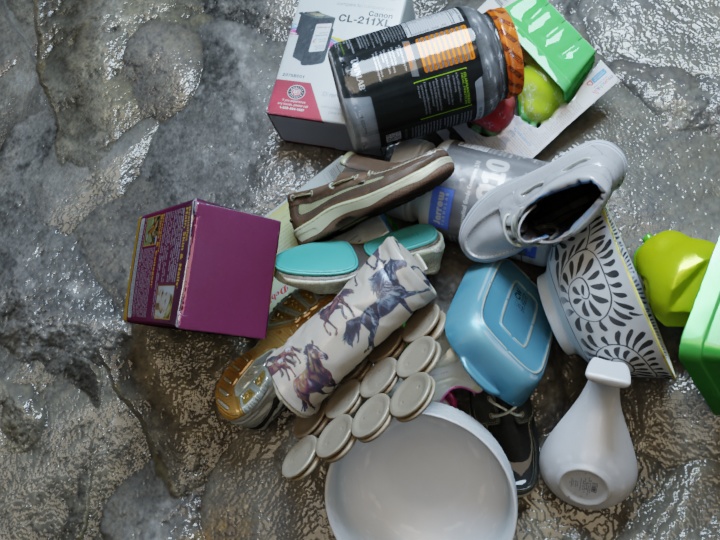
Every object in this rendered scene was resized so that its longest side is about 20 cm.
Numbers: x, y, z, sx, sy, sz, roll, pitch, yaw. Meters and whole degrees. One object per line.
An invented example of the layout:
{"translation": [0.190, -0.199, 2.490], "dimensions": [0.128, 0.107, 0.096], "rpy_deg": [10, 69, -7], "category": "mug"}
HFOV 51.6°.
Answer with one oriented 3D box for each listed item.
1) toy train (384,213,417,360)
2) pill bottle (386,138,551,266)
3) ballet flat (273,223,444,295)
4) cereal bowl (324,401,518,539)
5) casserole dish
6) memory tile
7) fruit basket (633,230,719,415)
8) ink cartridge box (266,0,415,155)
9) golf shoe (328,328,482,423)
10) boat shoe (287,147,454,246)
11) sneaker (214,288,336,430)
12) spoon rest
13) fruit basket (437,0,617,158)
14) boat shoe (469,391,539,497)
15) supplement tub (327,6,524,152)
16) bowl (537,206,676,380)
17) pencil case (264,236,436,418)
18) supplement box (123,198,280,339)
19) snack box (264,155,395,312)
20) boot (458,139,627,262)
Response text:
{"translation": [0.040, 0.027, 0.882], "dimensions": [0.056, 0.042, 0.202], "rpy_deg": [-21, 71, 14], "category": "toy train"}
{"translation": [0.133, -0.084, 0.855], "dimensions": [0.198, 0.114, 0.115], "rpy_deg": [17, 77, 18], "category": "pill bottle"}
{"translation": [0.000, 0.000, 0.821], "dimensions": [0.197, 0.063, 0.068], "rpy_deg": [-10, 38, -7], "category": "ballet flat"}
{"translation": [0.064, 0.225, 0.776], "dimensions": [0.197, 0.083, 0.203], "rpy_deg": [2, 103, 10], "category": "cereal bowl"}
{"translation": [0.155, 0.054, 0.780], "dimensions": [0.121, 0.200, 0.039], "rpy_deg": [45, 123, -5], "category": "casserole dish"}
{"translation": [0.004, 0.123, 0.755], "dimensions": [0.199, 0.017, 0.154], "rpy_deg": [-35, 24, 30], "category": "memory tile"}
{"translation": [0.352, 0.044, 0.745], "dimensions": [0.213, 0.216, 0.157], "rpy_deg": [23, 78, 16], "category": "fruit basket"}
{"translation": [-0.021, -0.264, 0.957], "dimensions": [0.144, 0.083, 0.203], "rpy_deg": [10, 76, 14], "category": "ink cartridge box"}
{"translation": [0.049, 0.136, 0.811], "dimensions": [0.199, 0.075, 0.092], "rpy_deg": [-38, 87, 25], "category": "golf shoe"}
{"translation": [0.002, -0.095, 0.808], "dimensions": [0.200, 0.075, 0.076], "rpy_deg": [-24, 86, 22], "category": "boat shoe"}
{"translation": [-0.079, 0.098, 0.861], "dimensions": [0.200, 0.088, 0.076], "rpy_deg": [-45, 54, -7], "category": "sneaker"}
{"translation": [0.234, 0.163, 0.742], "dimensions": [0.098, 0.202, 0.061], "rpy_deg": [12, 37, 18], "category": "spoon rest"}
{"translation": [0.178, -0.227, 0.914], "dimensions": [0.200, 0.094, 0.186], "rpy_deg": [-44, 78, 16], "category": "fruit basket"}
{"translation": [0.151, 0.143, 0.811], "dimensions": [0.071, 0.068, 0.203], "rpy_deg": [-10, 73, 6], "category": "boat shoe"}
{"translation": [0.072, -0.214, 0.823], "dimensions": [0.197, 0.123, 0.124], "rpy_deg": [-15, 71, 0], "category": "supplement tub"}
{"translation": [0.243, 0.030, 0.773], "dimensions": [0.093, 0.200, 0.203], "rpy_deg": [-22, 70, 20], "category": "bowl"}
{"translation": [-0.008, 0.057, 0.764], "dimensions": [0.200, 0.089, 0.078], "rpy_deg": [-45, 90, 4], "category": "pencil case"}
{"translation": [-0.183, 0.003, 0.834], "dimensions": [0.102, 0.199, 0.133], "rpy_deg": [12, 83, -32], "category": "supplement box"}
{"translation": [-0.065, -0.031, 0.898], "dimensions": [0.199, 0.037, 0.117], "rpy_deg": [-36, 69, 13], "category": "snack box"}
{"translation": [0.161, -0.053, 0.726], "dimensions": [0.074, 0.096, 0.199], "rpy_deg": [51, 129, -3], "category": "boot"}
